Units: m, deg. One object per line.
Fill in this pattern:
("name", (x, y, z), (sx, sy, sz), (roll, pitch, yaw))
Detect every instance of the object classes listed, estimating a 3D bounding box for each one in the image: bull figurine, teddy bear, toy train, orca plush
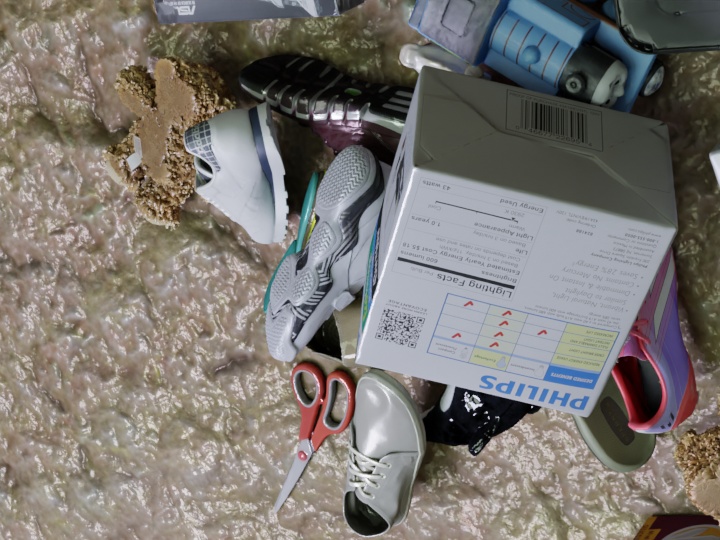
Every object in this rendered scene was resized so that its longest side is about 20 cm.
("bull figurine", (0.111, -0.119, 1.331), (0.200, 0.121, 0.065), (45, 105, -2))
("teddy bear", (-0.175, -0.125, 1.536), (0.145, 0.066, 0.201), (39, 133, 24))
("teddy bear", (0.344, 0.123, 1.323), (0.144, 0.067, 0.202), (28, 118, 14))
("toy train", (0.139, -0.187, 1.269), (0.199, 0.114, 0.087), (34, 127, 15))
("orca plush", (0.092, 0.129, 1.456), (0.199, 0.072, 0.105), (-23, 128, 38))

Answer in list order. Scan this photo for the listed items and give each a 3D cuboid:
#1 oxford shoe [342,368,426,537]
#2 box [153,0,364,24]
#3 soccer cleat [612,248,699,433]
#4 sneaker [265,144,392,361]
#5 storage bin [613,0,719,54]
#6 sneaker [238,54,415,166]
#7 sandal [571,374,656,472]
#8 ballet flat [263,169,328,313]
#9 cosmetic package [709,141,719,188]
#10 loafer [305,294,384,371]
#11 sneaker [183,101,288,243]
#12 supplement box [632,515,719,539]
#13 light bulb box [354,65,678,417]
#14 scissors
("oxford shoe", (0.016, 0.173, 1.488), (0.075, 0.058, 0.202), (31, 139, 27))
("box", (-0.102, -0.298, 1.416), (0.198, 0.050, 0.160), (4, 114, 32))
("soccer cleat", (0.222, 0.033, 1.328), (0.066, 0.076, 0.202), (-15, 90, 38))
("sneaker", (0.000, 0.000, 1.397), (0.114, 0.075, 0.202), (18, 109, -23))
("storage bin", (0.283, -0.236, 1.166), (0.198, 0.094, 0.137), (1, 112, 34))
("sneaker", (-0.022, -0.112, 1.440), (0.198, 0.076, 0.117), (20, 130, 28))
("sandal", (0.192, 0.083, 1.376), (0.201, 0.080, 0.057), (51, 168, -13))
("ballet flat", (-0.035, -0.018, 1.488), (0.066, 0.067, 0.201), (15, 140, -8))
("cosmetic package", (0.380, -0.052, 1.142), (0.198, 0.166, 0.169), (-9, 107, 37))
("loafer", (0.014, 0.057, 1.459), (0.199, 0.067, 0.077), (-17, 84, 57))
("sneaker", (-0.108, -0.082, 1.457), (0.201, 0.080, 0.077), (84, 171, -62))
("supplement box", (0.320, 0.266, 1.369), (0.198, 0.110, 0.087), (-8, 108, 35))
("light bulb box", (0.111, -0.019, 1.230), (0.196, 0.126, 0.201), (13, 132, -5))
("scissors", (-0.048, 0.178, 1.631), (0.073, 0.014, 0.202), (23, 121, 21))
